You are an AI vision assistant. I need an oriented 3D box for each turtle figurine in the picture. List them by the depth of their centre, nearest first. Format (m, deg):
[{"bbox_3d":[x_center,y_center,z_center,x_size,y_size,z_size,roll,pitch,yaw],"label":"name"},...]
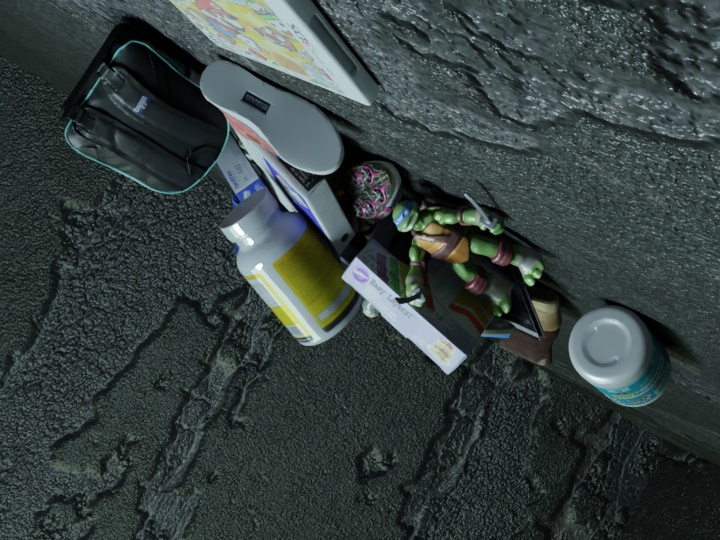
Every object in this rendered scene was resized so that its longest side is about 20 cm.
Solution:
[{"bbox_3d":[0.127,-0.005,1.021,0.192,0.146,0.200,25,-178,-23],"label":"turtle figurine"}]

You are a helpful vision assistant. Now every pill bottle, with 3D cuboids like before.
[{"bbox_3d":[-0.094,-0.006,1.120,0.201,0.112,0.112,53,168,-21],"label":"pill bottle"},{"bbox_3d":[0.376,0.129,1.193,0.110,0.112,0.199,26,177,37],"label":"pill bottle"}]

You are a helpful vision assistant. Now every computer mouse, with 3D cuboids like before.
[{"bbox_3d":[0.000,0.000,1.235,0.199,0.046,0.140,41,-158,20],"label":"computer mouse"}]

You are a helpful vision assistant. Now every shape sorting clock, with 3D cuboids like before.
[{"bbox_3d":[0.131,0.069,1.241,0.196,0.040,0.200,5,-179,0],"label":"shape sorting clock"}]

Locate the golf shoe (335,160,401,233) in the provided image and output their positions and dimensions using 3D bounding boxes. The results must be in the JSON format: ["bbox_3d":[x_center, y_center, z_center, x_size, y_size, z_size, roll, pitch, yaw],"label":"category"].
[{"bbox_3d":[0.018,-0.107,1.126,0.073,0.091,0.200,61,159,2],"label":"golf shoe"}]

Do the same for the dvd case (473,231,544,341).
[{"bbox_3d":[0.188,0.011,1.240,0.148,0.016,0.201,26,153,46],"label":"dvd case"}]

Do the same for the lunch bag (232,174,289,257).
[{"bbox_3d":[-0.107,-0.095,1.353,0.135,0.200,0.134,26,134,23],"label":"lunch bag"}]

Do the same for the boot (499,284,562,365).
[{"bbox_3d":[0.234,0.076,1.396,0.198,0.073,0.168,20,142,21],"label":"boot"}]

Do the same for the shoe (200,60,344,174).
[{"bbox_3d":[-0.098,-0.176,1.006,0.199,0.072,0.091,34,179,11],"label":"shoe"}]

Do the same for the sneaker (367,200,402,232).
[{"bbox_3d":[0.077,-0.028,1.245,0.200,0.080,0.072,42,165,13],"label":"sneaker"}]

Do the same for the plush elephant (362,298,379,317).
[{"bbox_3d":[0.130,0.041,1.464,0.155,0.164,0.200,49,147,5],"label":"plush elephant"}]

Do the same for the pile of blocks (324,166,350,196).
[{"bbox_3d":[-0.047,-0.141,1.218,0.082,0.062,0.200,40,172,16],"label":"pile of blocks"}]

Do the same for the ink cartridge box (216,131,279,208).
[{"bbox_3d":[-0.196,-0.172,1.255,0.201,0.044,0.094,56,178,28],"label":"ink cartridge box"}]

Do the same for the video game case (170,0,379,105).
[{"bbox_3d":[-0.097,-0.217,0.714,0.198,0.023,0.182,28,176,28],"label":"video game case"}]

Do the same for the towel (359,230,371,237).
[{"bbox_3d":[0.038,-0.050,1.409,0.144,0.022,0.200,-14,171,5],"label":"towel"}]

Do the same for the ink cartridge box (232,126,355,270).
[{"bbox_3d":[-0.089,-0.116,1.136,0.198,0.043,0.201,47,171,29],"label":"ink cartridge box"}]

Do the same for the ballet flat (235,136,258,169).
[{"bbox_3d":[-0.147,-0.183,1.309,0.073,0.074,0.199,30,179,-33],"label":"ballet flat"}]

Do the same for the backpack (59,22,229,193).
[{"bbox_3d":[-0.281,-0.210,1.130,0.199,0.177,0.154,31,-167,-30],"label":"backpack"}]

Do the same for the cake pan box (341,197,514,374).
[{"bbox_3d":[0.092,0.012,1.127,0.200,0.052,0.184,42,-139,5],"label":"cake pan box"}]
